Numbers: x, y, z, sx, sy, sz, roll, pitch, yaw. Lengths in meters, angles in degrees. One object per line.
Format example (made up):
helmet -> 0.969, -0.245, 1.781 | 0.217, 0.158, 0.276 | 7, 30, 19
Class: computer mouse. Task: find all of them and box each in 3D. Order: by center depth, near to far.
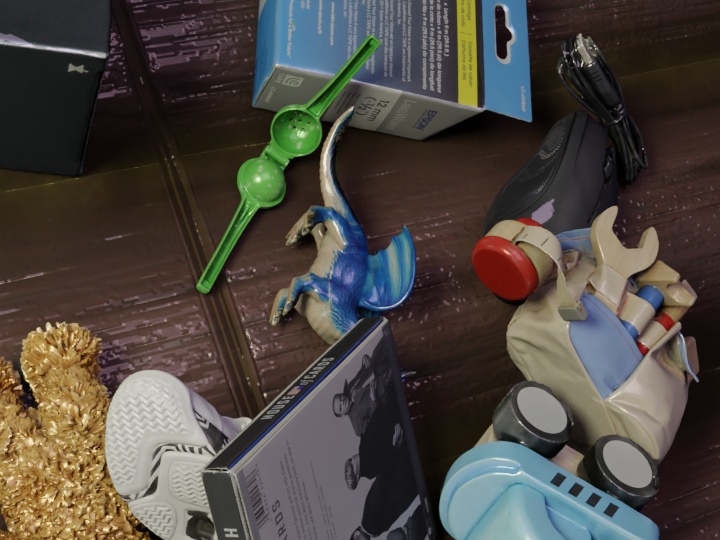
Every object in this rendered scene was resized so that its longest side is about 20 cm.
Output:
computer mouse -> 0.154, -0.060, 0.905 | 0.201, 0.052, 0.139 | -55, 129, -25

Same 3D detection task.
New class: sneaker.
sneaker -> -0.071, 0.106, 0.715 | 0.201, 0.074, 0.116 | 61, 28, -33

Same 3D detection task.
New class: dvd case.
dvd case -> -0.015, 0.133, 0.703 | 0.200, 0.024, 0.153 | -39, 120, -58

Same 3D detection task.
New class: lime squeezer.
lime squeezer -> -0.051, -0.072, 0.853 | 0.038, 0.071, 0.201 | 36, 90, -31

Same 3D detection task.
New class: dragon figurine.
dragon figurine -> 0.000, 0.000, 0.840 | 0.098, 0.059, 0.203 | 17, 66, -15

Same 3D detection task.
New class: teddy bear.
teddy bear -> -0.169, 0.124, 0.715 | 0.143, 0.067, 0.203 | -1, 67, -19

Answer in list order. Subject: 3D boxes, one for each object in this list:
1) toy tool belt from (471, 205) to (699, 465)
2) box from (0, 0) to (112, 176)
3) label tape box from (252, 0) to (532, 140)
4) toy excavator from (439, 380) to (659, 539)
toy tool belt -> 0.158, 0.025, 0.830 | 0.123, 0.124, 0.201 | -46, 115, -30
box -> -0.215, -0.186, 0.790 | 0.105, 0.149, 0.203 | 5, 65, -18
label tape box -> 0.024, -0.176, 0.928 | 0.197, 0.066, 0.145 | 10, 64, -20
toy excavator -> 0.127, 0.196, 0.740 | 0.193, 0.100, 0.201 | 30, 39, -3
